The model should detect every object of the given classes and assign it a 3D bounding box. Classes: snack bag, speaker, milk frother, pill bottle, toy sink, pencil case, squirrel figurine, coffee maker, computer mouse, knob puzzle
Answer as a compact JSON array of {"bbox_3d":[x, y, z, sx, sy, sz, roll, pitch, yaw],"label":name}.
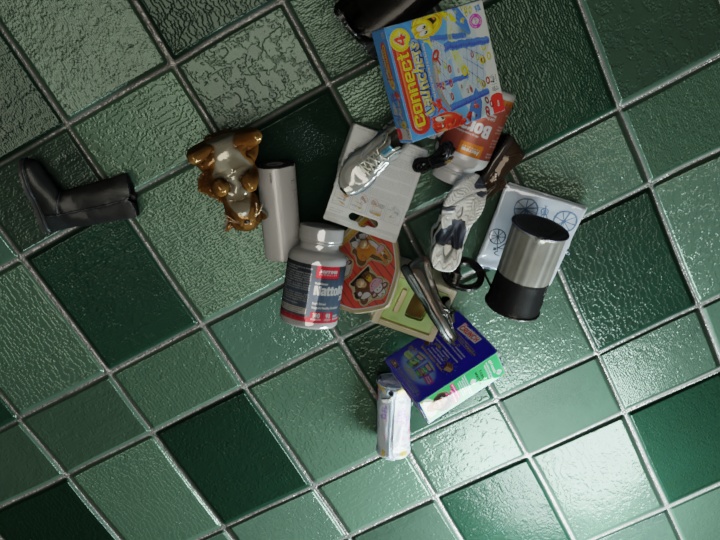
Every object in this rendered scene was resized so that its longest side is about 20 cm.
[{"bbox_3d":[0.363,-0.073,1.562,0.188,0.021,0.200,15,112,-7],"label":"snack bag"},{"bbox_3d":[-0.165,-0.121,1.492,0.081,0.081,0.200,-4,112,-1],"label":"speaker"},{"bbox_3d":[0.287,-0.025,1.474,0.200,0.181,0.188,8,117,-10],"label":"milk frother"},{"bbox_3d":[0.216,-0.268,1.433,0.112,0.112,0.200,18,109,-8],"label":"pill bottle"},{"bbox_3d":[0.083,0.049,1.549,0.200,0.112,0.130,21,108,-10],"label":"toy sink"},{"bbox_3d":[-0.092,0.008,1.468,0.119,0.120,0.200,8,100,-5],"label":"pill bottle"},{"bbox_3d":[0.077,0.334,1.670,0.083,0.091,0.200,0,112,-2],"label":"pencil case"},{"bbox_3d":[-0.248,-0.174,1.420,0.141,0.200,0.187,-25,114,-13],"label":"squirrel figurine"},{"bbox_3d":[0.064,-0.484,1.302,0.200,0.192,0.135,-40,111,13],"label":"coffee maker"},{"bbox_3d":[0.143,-0.294,1.408,0.044,0.110,0.200,9,79,-29],"label":"computer mouse"},{"bbox_3d":[0.000,0.000,1.498,0.220,0.220,0.030,-45,148,14],"label":"knob puzzle"}]

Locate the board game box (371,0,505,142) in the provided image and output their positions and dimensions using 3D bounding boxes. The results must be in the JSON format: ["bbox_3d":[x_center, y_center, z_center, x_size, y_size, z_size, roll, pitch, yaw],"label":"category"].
[{"bbox_3d":[0.140,-0.349,1.280,0.196,0.056,0.200,-22,108,-17],"label":"board game box"}]

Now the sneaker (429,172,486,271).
[{"bbox_3d":[0.187,-0.102,1.456,0.079,0.130,0.199,11,102,-5],"label":"sneaker"}]

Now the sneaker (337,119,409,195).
[{"bbox_3d":[0.034,-0.225,1.401,0.075,0.087,0.200,43,90,-11],"label":"sneaker"}]

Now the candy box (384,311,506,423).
[{"bbox_3d":[0.179,0.203,1.556,0.200,0.169,0.077,-33,126,-5],"label":"candy box"}]

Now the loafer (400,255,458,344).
[{"bbox_3d":[0.154,0.060,1.468,0.063,0.072,0.200,-33,110,1],"label":"loafer"}]

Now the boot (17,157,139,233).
[{"bbox_3d":[-0.563,-0.165,1.468,0.200,0.066,0.165,-9,119,5],"label":"boot"}]

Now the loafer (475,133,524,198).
[{"bbox_3d":[0.266,-0.179,1.489,0.071,0.073,0.200,31,109,-15],"label":"loafer"}]

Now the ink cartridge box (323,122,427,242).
[{"bbox_3d":[0.027,-0.177,1.471,0.162,0.057,0.200,18,97,-10],"label":"ink cartridge box"}]
